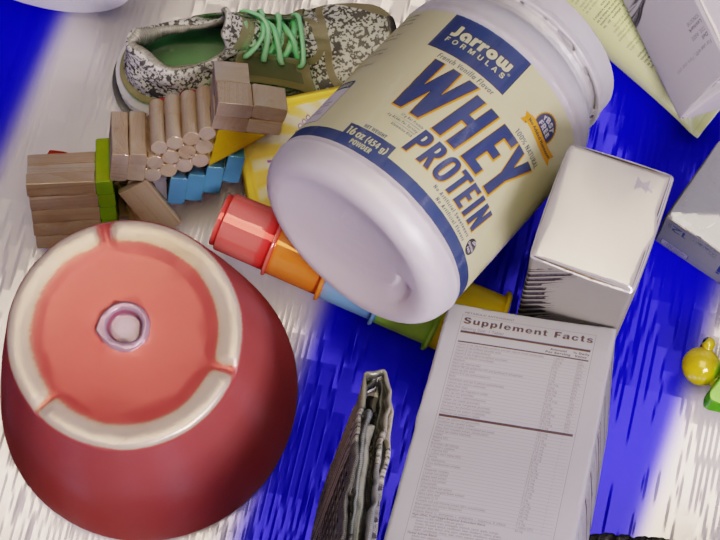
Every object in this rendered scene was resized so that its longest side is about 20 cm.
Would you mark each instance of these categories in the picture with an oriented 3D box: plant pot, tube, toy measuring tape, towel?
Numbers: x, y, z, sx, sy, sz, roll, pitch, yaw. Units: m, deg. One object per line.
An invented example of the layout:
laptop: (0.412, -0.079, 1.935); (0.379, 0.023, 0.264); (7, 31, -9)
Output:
plant pot: (-0.140, 0.059, 1.324); (0.200, 0.177, 0.201); (0, 74, 0)
tube: (0.176, -0.178, 1.461); (0.200, 0.052, 0.058); (38, 110, 5)
toy measuring tape: (0.311, 0.073, 1.379); (0.200, 0.074, 0.074); (12, 75, 3)
towel: (-0.012, 0.186, 1.257); (0.034, 0.200, 0.193); (13, 55, -3)

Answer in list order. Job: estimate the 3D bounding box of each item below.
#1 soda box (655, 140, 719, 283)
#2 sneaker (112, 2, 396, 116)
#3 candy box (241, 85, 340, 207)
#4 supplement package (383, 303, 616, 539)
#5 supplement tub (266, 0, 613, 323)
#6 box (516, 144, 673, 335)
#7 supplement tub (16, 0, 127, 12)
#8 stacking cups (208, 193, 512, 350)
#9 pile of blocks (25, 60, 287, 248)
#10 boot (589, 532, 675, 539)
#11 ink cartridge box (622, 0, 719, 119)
soda box: (0.299, 0.001, 1.400); (0.200, 0.063, 0.068); (34, 78, 9)
sneaker: (-0.072, -0.149, 1.427); (0.200, 0.089, 0.077); (-11, 75, -4)
candy box: (0.017, -0.080, 1.428); (0.200, 0.026, 0.102); (-12, 90, -4)
supplement package: (0.088, 0.135, 1.294); (0.114, 0.110, 0.200); (9, 50, 11)
supplement tub: (0.053, -0.081, 1.326); (0.145, 0.145, 0.200); (38, 66, 10)
box: (0.144, -0.006, 1.330); (0.068, 0.200, 0.082); (19, 75, 7)
supplement tub: (-0.198, -0.292, 1.439); (0.140, 0.140, 0.200); (9, 75, 2)
stacking cups: (0.000, 0.000, 1.388); (0.200, 0.061, 0.061); (25, 76, -1)
pile of blocks: (-0.135, -0.079, 1.409); (0.200, 0.082, 0.062); (-22, 42, 13)
boot: (0.130, 0.243, 1.324); (0.211, 0.079, 0.158); (5, 79, -6)
ink cartridge box: (0.249, -0.217, 1.431); (0.146, 0.084, 0.200); (-16, 75, -25)
